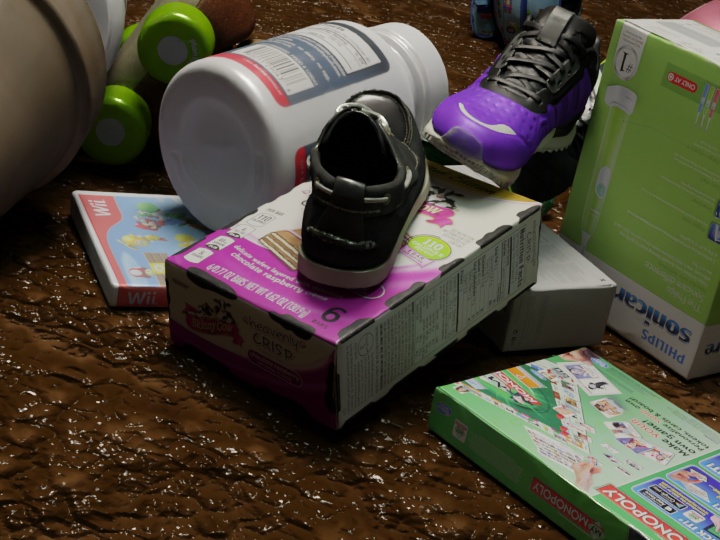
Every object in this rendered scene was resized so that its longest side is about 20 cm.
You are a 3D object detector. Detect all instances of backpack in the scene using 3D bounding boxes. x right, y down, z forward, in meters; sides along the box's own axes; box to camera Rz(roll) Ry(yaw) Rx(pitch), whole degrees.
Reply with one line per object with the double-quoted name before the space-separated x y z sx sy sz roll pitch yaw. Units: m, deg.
"backpack" 0.197 -0.339 1.635 0.132 0.185 0.201 6 34 7

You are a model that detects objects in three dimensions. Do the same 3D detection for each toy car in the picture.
"toy car" -0.098 -0.126 1.100 0.199 0.158 0.165 36 25 -16

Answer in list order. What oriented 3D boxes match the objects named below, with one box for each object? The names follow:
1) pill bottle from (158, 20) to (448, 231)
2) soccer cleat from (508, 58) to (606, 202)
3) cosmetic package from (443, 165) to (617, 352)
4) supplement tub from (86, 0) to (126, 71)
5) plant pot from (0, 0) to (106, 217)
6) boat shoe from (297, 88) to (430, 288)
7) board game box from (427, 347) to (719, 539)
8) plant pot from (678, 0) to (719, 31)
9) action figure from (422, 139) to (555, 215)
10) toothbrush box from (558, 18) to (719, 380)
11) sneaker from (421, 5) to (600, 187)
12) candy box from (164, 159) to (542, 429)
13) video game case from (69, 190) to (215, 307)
"pill bottle" -0.032 -0.107 0.983 0.119 0.121 0.199 27 35 32
"soccer cleat" 0.185 -0.118 1.052 0.200 0.068 0.081 -40 26 -27
"cosmetic package" 0.088 -0.013 0.991 0.081 0.051 0.200 -4 28 -25
"supplement tub" -0.240 -0.194 1.026 0.138 0.143 0.200 7 14 -11
"plant pot" -0.271 -0.093 0.849 0.197 0.202 0.175 12 39 -1
"boat shoe" 0.005 -0.067 0.832 0.071 0.069 0.201 4 30 6
"board game box" 0.151 0.110 0.774 0.133 0.030 0.199 -10 32 -40
"plant pot" 0.332 -0.096 1.149 0.197 0.202 0.180 0 41 -27
"action figure" 0.069 -0.097 1.158 0.198 0.055 0.118 25 14 5
"toothbrush box" 0.224 -0.052 0.958 0.085 0.203 0.145 -5 28 -37
"sneaker" 0.107 -0.124 0.918 0.069 0.100 0.200 32 27 13
"candy box" 0.000 0.000 0.845 0.135 0.062 0.199 23 38 33
"video game case" -0.085 -0.014 0.948 0.197 0.018 0.143 1 26 -24
